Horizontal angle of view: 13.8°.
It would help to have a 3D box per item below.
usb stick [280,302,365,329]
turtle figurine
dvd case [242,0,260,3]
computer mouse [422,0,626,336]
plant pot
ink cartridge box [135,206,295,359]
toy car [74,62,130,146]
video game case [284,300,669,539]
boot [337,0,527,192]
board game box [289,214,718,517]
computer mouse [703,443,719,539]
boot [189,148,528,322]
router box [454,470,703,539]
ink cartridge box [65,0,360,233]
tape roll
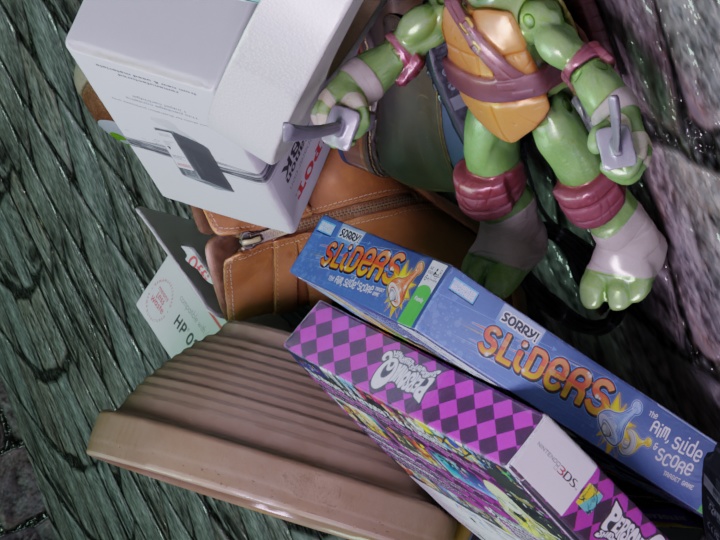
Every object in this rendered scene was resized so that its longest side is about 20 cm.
[{"bbox_3d":[0.025,0.058,1.689,0.200,0.056,0.033,42,133,-18],"label":"usb stick"},{"bbox_3d":[0.057,-0.049,1.319,0.200,0.144,0.194,-100,-12,-49],"label":"turtle figurine"},{"bbox_3d":[-0.021,-0.235,1.296,0.022,0.200,0.146,14,142,18],"label":"dvd case"},{"bbox_3d":[0.081,-0.056,1.453,0.034,0.059,0.200,-102,-10,-68],"label":"computer mouse"},{"bbox_3d":[-0.038,0.084,1.580,0.201,0.200,0.093,171,115,-76],"label":"plant pot"},{"bbox_3d":[-0.050,0.040,1.737,0.200,0.068,0.115,18,-156,-40],"label":"ink cartridge box"},{"bbox_3d":[-0.057,-0.077,1.723,0.200,0.158,0.164,59,173,8],"label":"toy car"},{"bbox_3d":[0.073,0.103,1.427,0.181,0.036,0.200,45,169,-33],"label":"video game case"},{"bbox_3d":[0.044,-0.124,1.487,0.097,0.075,0.200,26,134,29],"label":"boot"},{"bbox_3d":[0.076,0.047,1.410,0.200,0.035,0.135,33,175,-29],"label":"board game box"},{"bbox_3d":[0.181,0.072,1.308,0.200,0.034,0.059,89,158,-44],"label":"computer mouse"},{"bbox_3d":[0.000,0.000,1.618,0.077,0.155,0.200,28,140,68],"label":"boot"},{"bbox_3d":[0.089,0.175,1.592,0.157,0.052,0.200,48,124,49],"label":"router box"},{"bbox_3d":[-0.061,-0.124,1.491,0.084,0.145,0.200,18,165,15],"label":"ink cartridge box"},{"bbox_3d":[-0.003,-0.142,1.334,0.037,0.203,0.203,32,163,2],"label":"tape roll"}]
